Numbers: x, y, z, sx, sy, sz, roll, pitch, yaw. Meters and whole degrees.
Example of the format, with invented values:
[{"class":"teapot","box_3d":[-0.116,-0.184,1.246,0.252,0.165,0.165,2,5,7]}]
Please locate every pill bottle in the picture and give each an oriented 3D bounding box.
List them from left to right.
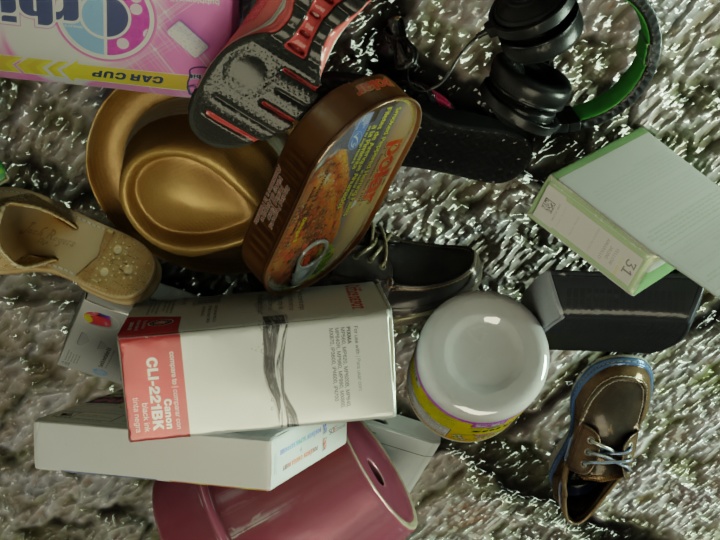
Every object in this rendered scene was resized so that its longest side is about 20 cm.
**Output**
[{"class":"pill bottle","box_3d":[0.092,0.086,1.222,0.104,0.104,0.200,4,167,-1]}]

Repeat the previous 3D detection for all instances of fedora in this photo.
[{"class":"fedora","box_3d":[-0.122,-0.066,1.149,0.200,0.082,0.201,2,118,4]}]

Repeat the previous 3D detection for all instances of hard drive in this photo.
[{"class":"hard drive","box_3d":[-0.022,0.206,1.426,0.132,0.027,0.200,18,129,-11]},{"class":"hard drive","box_3d":[0.199,0.036,1.190,0.135,0.042,0.200,2,169,1]}]

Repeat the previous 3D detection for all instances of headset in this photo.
[{"class":"headset","box_3d":[0.121,-0.167,1.095,0.200,0.094,0.124,-6,127,-12]}]

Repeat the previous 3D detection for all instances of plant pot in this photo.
[{"class":"plant pot","box_3d":[-0.057,0.220,1.314,0.179,0.200,0.200,-34,122,9]}]

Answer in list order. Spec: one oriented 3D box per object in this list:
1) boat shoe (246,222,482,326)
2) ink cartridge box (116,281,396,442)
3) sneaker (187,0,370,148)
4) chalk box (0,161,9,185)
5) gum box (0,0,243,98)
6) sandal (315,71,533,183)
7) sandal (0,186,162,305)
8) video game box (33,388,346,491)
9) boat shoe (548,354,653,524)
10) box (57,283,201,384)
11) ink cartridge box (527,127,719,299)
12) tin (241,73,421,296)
[{"class":"boat shoe","box_3d":[0.000,0.000,1.223,0.200,0.075,0.073,-6,129,7]},{"class":"ink cartridge box","box_3d":[-0.076,0.066,1.128,0.200,0.144,0.084,-6,99,-3]},{"class":"sneaker","box_3d":[-0.047,-0.170,1.050,0.074,0.087,0.200,36,102,-16]},{"class":"chalk box","box_3d":[-0.346,-0.089,1.083,0.124,0.124,0.200,-35,112,-12]},{"class":"gum box","box_3d":[-0.178,-0.197,1.072,0.200,0.066,0.114,6,129,-2]},{"class":"sandal","box_3d":[0.042,-0.115,1.151,0.200,0.045,0.075,13,136,-26]},{"class":"sandal","box_3d":[-0.261,-0.033,1.170,0.212,0.078,0.070,17,162,18]},{"class":"video game box","box_3d":[-0.132,0.131,1.193,0.200,0.182,0.047,3,98,18]},{"class":"boat shoe","box_3d":[0.221,0.157,1.330,0.072,0.072,0.200,4,137,-4]},{"class":"box","box_3d":[-0.151,0.070,1.275,0.200,0.041,0.156,18,152,-12]},{"class":"ink cartridge box","box_3d":[0.243,-0.019,1.090,0.200,0.145,0.048,41,129,19]},{"class":"tin","box_3d":[-0.023,-0.062,1.094,0.112,0.042,0.200,-18,148,-41]}]
